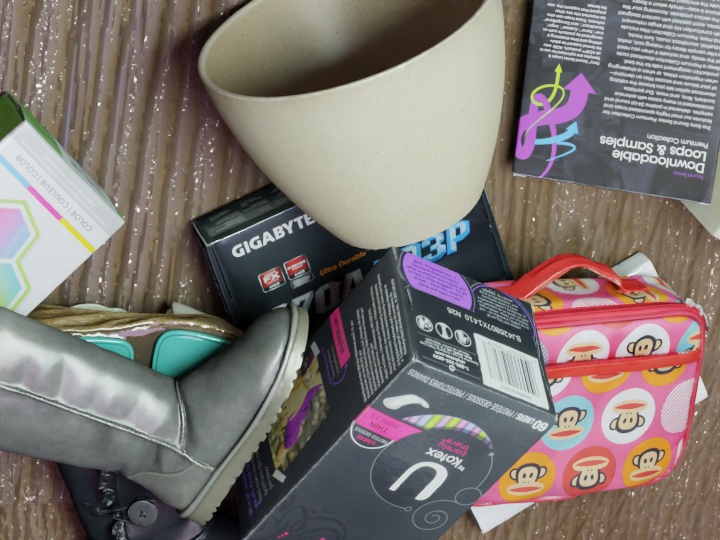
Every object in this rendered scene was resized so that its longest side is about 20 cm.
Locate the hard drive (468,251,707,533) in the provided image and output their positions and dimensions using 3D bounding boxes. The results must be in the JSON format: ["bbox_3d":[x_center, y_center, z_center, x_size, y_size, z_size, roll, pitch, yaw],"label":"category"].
[{"bbox_3d":[0.148,0.091,1.885,0.199,0.027,0.132,-31,120,-7],"label":"hard drive"}]

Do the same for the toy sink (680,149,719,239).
[{"bbox_3d":[0.329,-0.108,1.820,0.130,0.112,0.201,21,108,-27],"label":"toy sink"}]

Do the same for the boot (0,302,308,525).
[{"bbox_3d":[-0.154,0.065,1.658,0.199,0.073,0.183,28,103,-15],"label":"boot"}]

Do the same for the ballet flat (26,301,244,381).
[{"bbox_3d":[-0.148,0.051,1.725,0.198,0.073,0.068,3,121,-13],"label":"ballet flat"}]

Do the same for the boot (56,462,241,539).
[{"bbox_3d":[-0.107,0.165,1.767,0.198,0.077,0.169,-4,118,9],"label":"boot"}]

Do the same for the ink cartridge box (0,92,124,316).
[{"bbox_3d":[-0.263,-0.007,1.666,0.200,0.059,0.104,-42,121,1],"label":"ink cartridge box"}]

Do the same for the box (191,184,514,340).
[{"bbox_3d":[0.000,0.000,1.777,0.199,0.046,0.160,-24,119,-10],"label":"box"}]

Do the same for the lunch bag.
[{"bbox_3d":[0.144,0.071,1.805,0.199,0.082,0.177,-5,119,-24],"label":"lunch bag"}]

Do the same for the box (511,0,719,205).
[{"bbox_3d":[0.185,-0.152,1.753,0.142,0.036,0.202,10,111,9],"label":"box"}]

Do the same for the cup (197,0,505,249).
[{"bbox_3d":[0.010,-0.100,1.648,0.199,0.200,0.144,-24,118,-10],"label":"cup"}]

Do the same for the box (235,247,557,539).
[{"bbox_3d":[0.018,0.101,1.678,0.122,0.107,0.200,22,127,-28],"label":"box"}]
